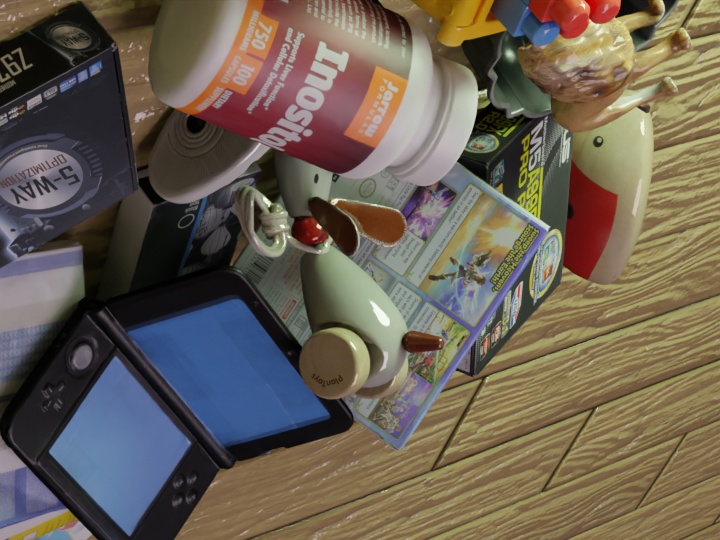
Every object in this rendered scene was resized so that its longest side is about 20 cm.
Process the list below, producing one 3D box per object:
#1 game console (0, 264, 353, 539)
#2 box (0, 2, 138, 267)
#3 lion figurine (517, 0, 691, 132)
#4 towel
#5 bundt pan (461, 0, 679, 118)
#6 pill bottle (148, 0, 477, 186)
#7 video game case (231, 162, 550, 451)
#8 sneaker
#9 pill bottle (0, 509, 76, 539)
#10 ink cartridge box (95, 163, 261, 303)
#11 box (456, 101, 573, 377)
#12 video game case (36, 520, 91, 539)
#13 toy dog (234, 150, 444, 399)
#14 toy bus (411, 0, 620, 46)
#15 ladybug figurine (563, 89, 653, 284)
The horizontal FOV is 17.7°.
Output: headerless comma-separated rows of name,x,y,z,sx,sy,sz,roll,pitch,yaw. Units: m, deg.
game console,-0.127,0.110,1.642,0.176,0.116,0.200,-56,135,-22
box,-0.242,-0.064,1.475,0.199,0.044,0.161,-31,152,-19
lion figurine,0.173,-0.140,1.707,0.122,0.073,0.200,-28,156,-8
towel,-0.251,0.082,1.604,0.146,0.024,0.202,-13,110,-43
bundt pan,0.153,-0.213,1.729,0.201,0.076,0.202,-31,153,-18
pill bottle,-0.027,-0.128,1.494,0.199,0.113,0.113,20,121,-26
video game case,0.013,0.000,1.717,0.201,0.181,0.045,-55,175,6
sneaker,-0.051,-0.113,1.617,0.200,0.073,0.112,-46,152,9
pill bottle,-0.226,0.132,1.725,0.199,0.111,0.112,-22,149,-31
ink cartridge box,-0.142,-0.004,1.709,0.099,0.039,0.201,-22,149,-34
box,0.114,-0.040,1.836,0.160,0.044,0.201,-42,143,-47
video game case,-0.198,0.150,1.895,0.200,0.018,0.143,-41,155,1
toy dog,0.000,0.000,1.641,0.096,0.201,0.132,-15,-164,22
toy bus,0.114,-0.226,1.529,0.199,0.192,0.136,-21,147,-37
ladybug figurine,0.200,-0.069,1.981,0.071,0.136,0.201,3,137,-5
